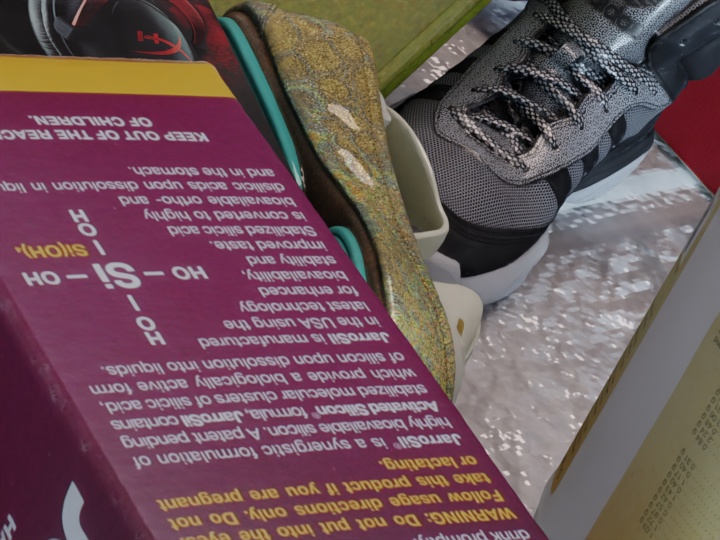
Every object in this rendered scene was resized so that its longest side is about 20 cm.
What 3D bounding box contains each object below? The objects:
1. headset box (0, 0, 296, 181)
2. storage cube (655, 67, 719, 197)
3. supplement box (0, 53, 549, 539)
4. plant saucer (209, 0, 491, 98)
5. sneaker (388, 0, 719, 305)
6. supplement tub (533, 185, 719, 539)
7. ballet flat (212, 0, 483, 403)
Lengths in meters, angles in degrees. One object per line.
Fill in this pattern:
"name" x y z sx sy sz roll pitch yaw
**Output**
"headset box" -0.122 -0.062 0.817 0.149 0.075 0.200 7 36 -28
"storage cube" 0.236 -0.087 1.026 0.200 0.180 0.171 0 40 -39
"supplement box" -0.055 0.059 0.635 0.103 0.131 0.200 -1 40 -36
"plant saucer" -0.015 -0.137 0.944 0.200 0.200 0.048 48 1 32
"sneaker" 0.064 -0.065 0.918 0.075 0.114 0.200 41 32 9
"supplement tub" 0.129 0.057 0.707 0.144 0.200 0.144 19 32 -12
"ballet flat" 0.000 0.000 0.804 0.071 0.071 0.200 8 45 -29
